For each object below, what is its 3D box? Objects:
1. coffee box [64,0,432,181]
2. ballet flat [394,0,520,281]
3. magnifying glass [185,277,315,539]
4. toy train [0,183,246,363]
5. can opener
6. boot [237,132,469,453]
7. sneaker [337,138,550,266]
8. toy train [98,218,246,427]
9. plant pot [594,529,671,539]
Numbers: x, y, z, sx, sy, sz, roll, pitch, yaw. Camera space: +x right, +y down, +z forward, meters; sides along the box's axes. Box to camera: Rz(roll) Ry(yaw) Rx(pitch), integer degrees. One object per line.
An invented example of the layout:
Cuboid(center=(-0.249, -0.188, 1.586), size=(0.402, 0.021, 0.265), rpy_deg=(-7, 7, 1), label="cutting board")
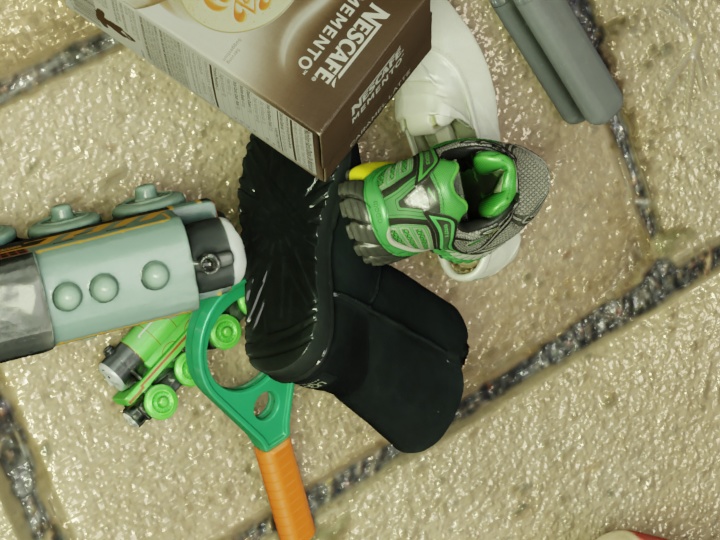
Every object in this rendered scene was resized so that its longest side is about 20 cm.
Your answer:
Cuboid(center=(-0.068, -0.161, 1.442), size=(0.200, 0.080, 0.115), rpy_deg=(34, 75, 12), label="coffee box")
Cuboid(center=(0.056, -0.084, 1.585), size=(0.069, 0.069, 0.201), rpy_deg=(-25, 110, -26), label="ballet flat")
Cuboid(center=(-0.061, 0.090, 1.538), size=(0.079, 0.022, 0.201), rpy_deg=(-33, 124, -29), label="magnifying glass")
Cuboid(center=(-0.163, 0.005, 1.429), size=(0.199, 0.114, 0.086), rpy_deg=(-12, 102, -14), label="toy train")
Cuboid(center=(0.120, -0.188, 1.626), size=(0.066, 0.053, 0.201), rpy_deg=(-39, 113, -22), label="can opener")
Cuboid(center=(0.000, 0.000, 1.517), size=(0.168, 0.076, 0.201), rpy_deg=(31, 54, -50), label="boot")
Cuboid(center=(0.071, -0.043, 1.492), size=(0.200, 0.085, 0.078), rpy_deg=(-18, 95, -60), label="sneaker")
Cuboid(center=(-0.089, 0.014, 1.533), size=(0.056, 0.042, 0.200), rpy_deg=(47, 72, -15), label="toy train")
Cuboid(center=(0.227, 0.274, 1.666), size=(0.177, 0.200, 0.201), rpy_deg=(26, 82, -19), label="plant pot")
